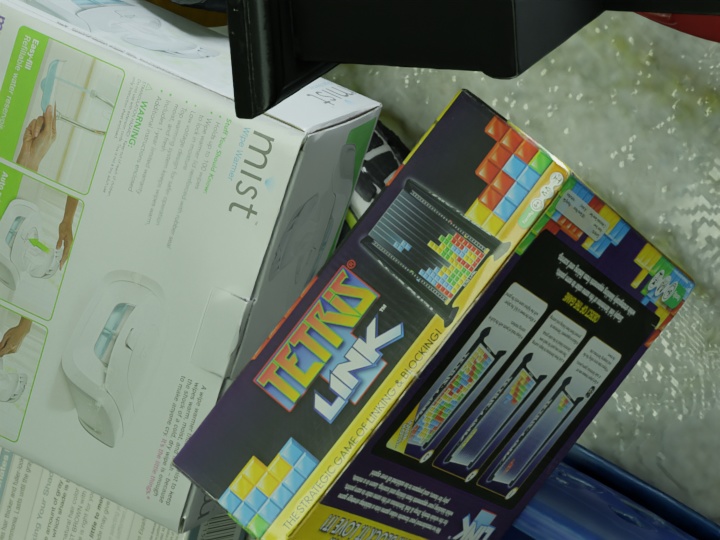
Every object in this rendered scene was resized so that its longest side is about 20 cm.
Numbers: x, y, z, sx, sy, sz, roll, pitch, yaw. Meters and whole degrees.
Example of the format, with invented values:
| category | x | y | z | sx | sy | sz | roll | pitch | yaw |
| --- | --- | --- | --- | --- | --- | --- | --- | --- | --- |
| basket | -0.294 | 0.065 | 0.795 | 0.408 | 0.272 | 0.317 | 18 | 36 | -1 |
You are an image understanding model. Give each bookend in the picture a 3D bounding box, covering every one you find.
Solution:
| category | x | y | z | sx | sy | sz | roll | pitch | yaw |
| --- | --- | --- | --- | --- | --- | --- | --- | --- | --- |
| bookend | 0.084 | -0.118 | 0.968 | 0.200 | 0.199 | 0.092 | 5 | 111 | 24 |

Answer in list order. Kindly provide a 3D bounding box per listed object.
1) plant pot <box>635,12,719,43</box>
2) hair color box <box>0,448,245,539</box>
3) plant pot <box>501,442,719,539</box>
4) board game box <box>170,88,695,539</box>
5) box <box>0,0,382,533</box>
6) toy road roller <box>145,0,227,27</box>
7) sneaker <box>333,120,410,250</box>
| category | x | y | z | sx | sy | sz | roll | pitch | yaw |
| --- | --- | --- | --- | --- | --- | --- | --- | --- | --- |
| plant pot | 0.173 | -0.178 | 1.129 | 0.182 | 0.200 | 0.201 | 37 | 109 | 17 |
| hair color box | -0.153 | 0.105 | 1.401 | 0.200 | 0.061 | 0.099 | 20 | 100 | 27 |
| plant pot | 0.090 | 0.186 | 1.195 | 0.200 | 0.180 | 0.200 | 30 | 105 | 26 |
| board game box | 0.034 | 0.035 | 1.021 | 0.057 | 0.200 | 0.165 | 40 | 93 | 22 |
| box | -0.110 | -0.012 | 1.261 | 0.176 | 0.097 | 0.200 | 23 | 109 | 16 |
| toy road roller | -0.055 | -0.212 | 1.303 | 0.146 | 0.123 | 0.200 | 28 | 106 | 38 |
| sneaker | 0.000 | 0.000 | 1.305 | 0.081 | 0.074 | 0.200 | -40 | 71 | 28 |
